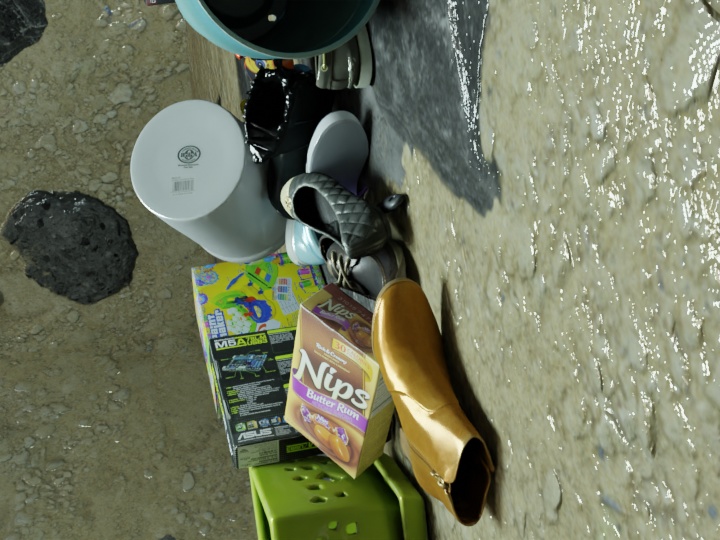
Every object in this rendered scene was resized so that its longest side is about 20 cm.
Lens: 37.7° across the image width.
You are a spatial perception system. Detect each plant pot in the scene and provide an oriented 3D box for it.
[{"bbox_3d":[-0.021,0.324,1.230,0.200,0.180,0.200,-146,48,-73],"label":"plant pot"},{"bbox_3d":[-0.100,-0.296,1.027,0.188,0.199,0.201,-173,74,-67],"label":"plant pot"}]

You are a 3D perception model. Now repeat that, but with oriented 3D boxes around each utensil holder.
[{"bbox_3d":[-0.185,-0.115,1.378,0.200,0.169,0.171,42,-147,-69],"label":"utensil holder"}]

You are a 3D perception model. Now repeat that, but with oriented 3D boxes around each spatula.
[{"bbox_3d":[0.009,-0.070,1.148,0.021,0.057,0.200,49,166,-14],"label":"spatula"}]

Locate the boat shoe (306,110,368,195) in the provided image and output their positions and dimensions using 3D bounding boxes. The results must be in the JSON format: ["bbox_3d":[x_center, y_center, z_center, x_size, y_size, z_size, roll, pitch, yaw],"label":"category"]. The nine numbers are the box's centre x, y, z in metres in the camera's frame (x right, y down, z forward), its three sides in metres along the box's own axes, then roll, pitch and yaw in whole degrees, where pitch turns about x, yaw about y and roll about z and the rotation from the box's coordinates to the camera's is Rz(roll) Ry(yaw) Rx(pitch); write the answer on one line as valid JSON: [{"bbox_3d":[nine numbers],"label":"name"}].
[{"bbox_3d":[-0.036,-0.122,1.227,0.200,0.073,0.066,100,153,-53],"label":"boat shoe"}]

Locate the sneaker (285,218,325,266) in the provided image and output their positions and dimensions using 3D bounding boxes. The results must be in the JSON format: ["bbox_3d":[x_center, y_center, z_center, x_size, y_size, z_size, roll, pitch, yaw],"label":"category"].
[{"bbox_3d":[-0.051,-0.106,1.365,0.082,0.074,0.201,0,95,47],"label":"sneaker"}]

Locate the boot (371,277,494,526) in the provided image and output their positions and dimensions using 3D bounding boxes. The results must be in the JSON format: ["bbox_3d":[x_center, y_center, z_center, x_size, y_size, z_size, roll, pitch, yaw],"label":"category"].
[{"bbox_3d":[0.071,0.117,0.953,0.144,0.070,0.202,-145,44,-65],"label":"boot"}]

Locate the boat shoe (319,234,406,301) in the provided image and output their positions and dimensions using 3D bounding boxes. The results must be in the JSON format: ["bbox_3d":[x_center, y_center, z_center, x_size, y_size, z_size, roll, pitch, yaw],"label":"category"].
[{"bbox_3d":[0.000,0.000,1.148,0.200,0.073,0.075,-136,38,-71],"label":"boat shoe"}]

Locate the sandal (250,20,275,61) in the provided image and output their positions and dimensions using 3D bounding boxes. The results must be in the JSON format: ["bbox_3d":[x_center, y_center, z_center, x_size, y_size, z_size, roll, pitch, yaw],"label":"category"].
[{"bbox_3d":[-0.105,-0.276,1.272,0.200,0.075,0.048,14,108,48],"label":"sandal"}]

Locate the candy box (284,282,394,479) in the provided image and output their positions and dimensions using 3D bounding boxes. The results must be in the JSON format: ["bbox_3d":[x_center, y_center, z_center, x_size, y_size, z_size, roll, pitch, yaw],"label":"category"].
[{"bbox_3d":[-0.019,0.124,1.161,0.116,0.056,0.201,36,138,24],"label":"candy box"}]

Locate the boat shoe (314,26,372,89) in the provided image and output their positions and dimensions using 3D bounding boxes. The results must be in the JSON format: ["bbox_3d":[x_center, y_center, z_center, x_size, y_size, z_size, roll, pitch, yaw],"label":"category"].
[{"bbox_3d":[-0.036,-0.289,1.135,0.072,0.060,0.203,120,139,-71],"label":"boat shoe"}]

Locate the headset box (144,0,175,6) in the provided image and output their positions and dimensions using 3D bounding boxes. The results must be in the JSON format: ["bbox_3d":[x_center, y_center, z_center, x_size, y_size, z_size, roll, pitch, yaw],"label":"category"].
[{"bbox_3d":[-0.320,-0.568,1.902,0.149,0.199,0.077,92,163,-45],"label":"headset box"}]

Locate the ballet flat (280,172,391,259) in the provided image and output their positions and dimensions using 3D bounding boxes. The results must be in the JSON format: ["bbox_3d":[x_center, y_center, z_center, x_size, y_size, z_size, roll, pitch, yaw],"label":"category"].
[{"bbox_3d":[-0.039,-0.062,1.129,0.200,0.057,0.067,27,135,55],"label":"ballet flat"}]

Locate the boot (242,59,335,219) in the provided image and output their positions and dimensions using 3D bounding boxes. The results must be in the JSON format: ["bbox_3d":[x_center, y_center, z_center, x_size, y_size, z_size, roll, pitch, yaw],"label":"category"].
[{"bbox_3d":[-0.089,-0.150,1.243,0.162,0.073,0.199,-33,-42,-72],"label":"boot"}]

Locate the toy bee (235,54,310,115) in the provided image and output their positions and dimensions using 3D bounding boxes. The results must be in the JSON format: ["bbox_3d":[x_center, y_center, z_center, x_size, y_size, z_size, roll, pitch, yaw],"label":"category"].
[{"bbox_3d":[-0.112,-0.258,1.400,0.131,0.108,0.201,-23,-48,-60],"label":"toy bee"}]

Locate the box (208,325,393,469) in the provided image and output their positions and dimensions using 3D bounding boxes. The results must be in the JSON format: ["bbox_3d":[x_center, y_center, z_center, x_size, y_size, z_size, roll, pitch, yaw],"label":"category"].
[{"bbox_3d":[-0.079,0.148,1.321,0.193,0.199,0.048,-116,22,-50],"label":"box"}]

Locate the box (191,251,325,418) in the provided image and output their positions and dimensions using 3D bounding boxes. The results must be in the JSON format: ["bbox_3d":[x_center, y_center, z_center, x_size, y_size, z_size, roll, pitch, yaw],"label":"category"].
[{"bbox_3d":[-0.140,0.089,1.572,0.122,0.191,0.201,94,163,-46],"label":"box"}]
